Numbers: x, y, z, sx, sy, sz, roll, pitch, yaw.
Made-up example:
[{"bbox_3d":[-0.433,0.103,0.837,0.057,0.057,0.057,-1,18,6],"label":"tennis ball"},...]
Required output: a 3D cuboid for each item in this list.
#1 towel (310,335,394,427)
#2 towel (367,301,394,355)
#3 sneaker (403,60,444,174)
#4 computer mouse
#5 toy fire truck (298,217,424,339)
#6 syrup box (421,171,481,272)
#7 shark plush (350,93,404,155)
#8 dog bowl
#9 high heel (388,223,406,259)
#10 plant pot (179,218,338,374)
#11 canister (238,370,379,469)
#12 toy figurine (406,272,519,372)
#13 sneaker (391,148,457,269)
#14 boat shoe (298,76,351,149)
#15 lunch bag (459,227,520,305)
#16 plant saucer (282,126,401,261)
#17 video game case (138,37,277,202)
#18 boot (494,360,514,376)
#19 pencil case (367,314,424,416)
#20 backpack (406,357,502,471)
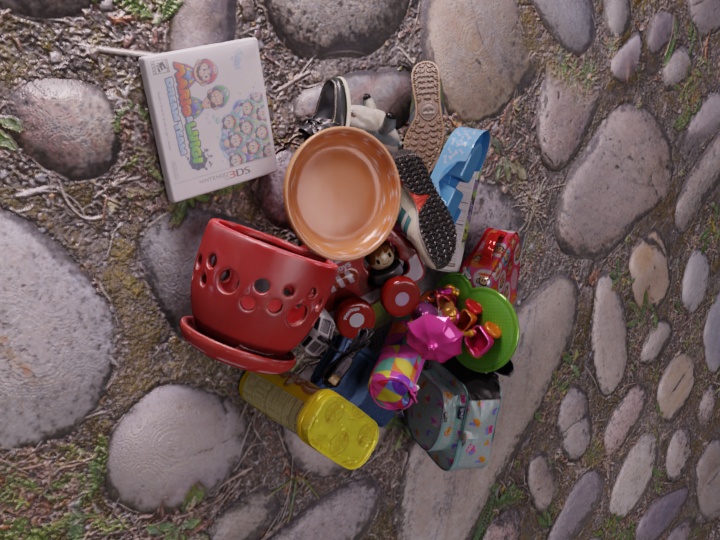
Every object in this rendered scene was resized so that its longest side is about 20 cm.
[{"bbox_3d":[0.004,0.198,1.353,0.200,0.048,0.112,37,77,-40],"label":"towel"},{"bbox_3d":[0.030,0.154,1.410,0.143,0.023,0.201,-24,116,-33],"label":"towel"},{"bbox_3d":[0.116,-0.248,1.317,0.090,0.067,0.201,34,59,-76],"label":"sneaker"},{"bbox_3d":[-0.067,0.092,1.193,0.044,0.200,0.110,20,104,-50],"label":"computer mouse"},{"bbox_3d":[0.000,0.000,1.251,0.199,0.112,0.169,-26,117,-5],"label":"toy fire truck"},{"bbox_3d":[0.149,-0.104,1.403,0.081,0.079,0.201,6,98,-42],"label":"syrup box"},{"bbox_3d":[0.021,-0.212,1.299,0.083,0.091,0.200,-38,147,-4],"label":"shark plush"},{"bbox_3d":[0.154,-0.150,1.294,0.201,0.049,0.111,-65,161,7],"label":"dog bowl"},{"bbox_3d":[0.008,-0.097,1.306,0.199,0.067,0.096,23,61,-31],"label":"high heel"},{"bbox_3d":[-0.152,0.041,1.104,0.200,0.200,0.183,19,92,-42],"label":"plant pot"},{"bbox_3d":[-0.086,0.220,1.207,0.149,0.200,0.087,43,74,-40],"label":"canister"},{"bbox_3d":[0.144,0.084,1.299,0.184,0.200,0.150,2,135,-49],"label":"toy figurine"},{"bbox_3d":[0.087,-0.092,1.245,0.070,0.093,0.201,-21,85,-29],"label":"sneaker"},{"bbox_3d":[-0.067,-0.205,1.193,0.066,0.074,0.200,4,104,-34],"label":"boat shoe"},{"bbox_3d":[0.250,0.010,1.478,0.200,0.082,0.177,-49,143,-46],"label":"lunch bag"},{"bbox_3d":[-0.030,-0.116,1.162,0.199,0.037,0.201,-4,97,-30],"label":"plant saucer"},{"bbox_3d":[-0.211,-0.217,1.097,0.182,0.024,0.201,-23,116,-35],"label":"video game case"},{"bbox_3d":[0.238,0.143,1.536,0.075,0.097,0.200,-54,130,-16],"label":"boot"},{"bbox_3d":[0.075,0.154,1.323,0.200,0.088,0.089,-68,143,-51],"label":"pencil case"},{"bbox_3d":[0.176,0.282,1.474,0.153,0.176,0.201,-8,109,-22],"label":"backpack"}]
